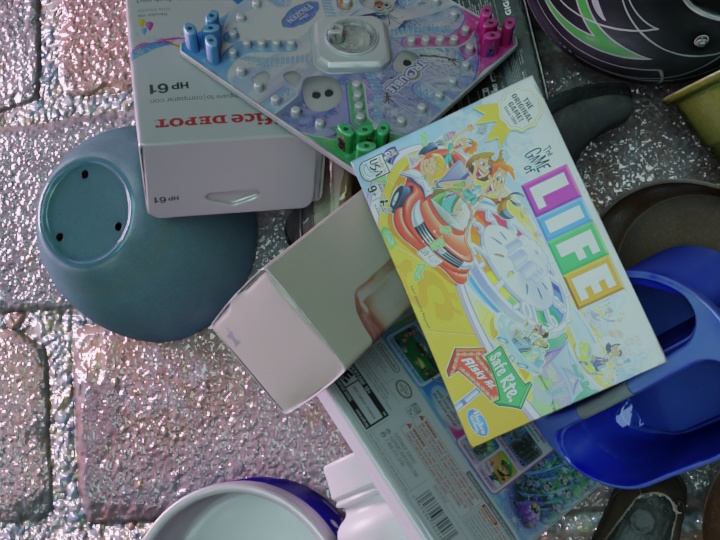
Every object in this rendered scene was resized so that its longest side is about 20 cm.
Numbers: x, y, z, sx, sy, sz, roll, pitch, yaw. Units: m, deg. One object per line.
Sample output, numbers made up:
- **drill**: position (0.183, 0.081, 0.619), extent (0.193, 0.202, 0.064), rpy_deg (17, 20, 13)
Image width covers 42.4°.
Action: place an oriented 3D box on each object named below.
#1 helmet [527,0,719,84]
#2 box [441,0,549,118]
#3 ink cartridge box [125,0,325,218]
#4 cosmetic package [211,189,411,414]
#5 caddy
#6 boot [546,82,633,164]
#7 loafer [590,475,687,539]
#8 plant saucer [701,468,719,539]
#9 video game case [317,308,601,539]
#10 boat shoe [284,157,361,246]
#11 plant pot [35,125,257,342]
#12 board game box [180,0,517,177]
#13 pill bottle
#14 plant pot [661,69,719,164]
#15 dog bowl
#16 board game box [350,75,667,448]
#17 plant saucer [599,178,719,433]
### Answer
- **helmet**: position (0.217, -0.238, 0.695), extent (0.197, 0.201, 0.193), rpy_deg (-4, 121, 15)
- **box**: position (0.081, -0.146, 0.796), extent (0.157, 0.049, 0.203), rpy_deg (-15, 81, 16)
- **ink cartridge box**: position (-0.116, -0.150, 0.769), extent (0.142, 0.085, 0.202), rpy_deg (-6, 56, -12)
- **cosmetic package**: position (0.000, 0.000, 0.677), extent (0.088, 0.200, 0.103), rpy_deg (50, 142, -1)
- **caddy**: position (0.199, 0.073, 0.663), extent (0.142, 0.104, 0.200), rpy_deg (57, 142, 9)
- **boot**: position (0.142, -0.053, 0.689), extent (0.198, 0.070, 0.133), rpy_deg (-24, 83, -20)
- **loafer**: position (0.193, 0.244, 0.710), extent (0.072, 0.071, 0.203), rpy_deg (17, 89, 16)
- **plant saucer**: position (0.343, 0.182, 0.645), extent (0.197, 0.037, 0.204), rpy_deg (1, 111, 4)
- **video game case**: position (0.079, 0.119, 0.721), extent (0.181, 0.024, 0.201), rpy_deg (-25, 73, -34)
- **boat shoe**: position (-0.034, -0.037, 0.807), extent (0.064, 0.072, 0.204), rpy_deg (1, 81, 21)
- **plant pot**: position (-0.207, -0.040, 0.819), extent (0.197, 0.135, 0.204), rpy_deg (-2, 84, 15)
- **board game box**: position (-0.007, -0.184, 0.730), extent (0.199, 0.026, 0.200), rpy_deg (35, 59, 21)
- **pill bottle**: position (0.048, 0.233, 0.730), extent (0.112, 0.113, 0.202), rpy_deg (-25, 78, 12)
- **plant pot**: position (0.346, -0.079, 0.659), extent (0.198, 0.200, 0.192), rpy_deg (-24, 91, 12)
- **dog bowl**: position (-0.092, 0.279, 0.783), extent (0.197, 0.079, 0.204), rpy_deg (-2, 83, 16)
- **board game box**: position (0.092, -0.006, 0.604), extent (0.133, 0.034, 0.202), rpy_deg (-24, 80, 4)
- **plant saucer**: position (0.253, 0.026, 0.686), extent (0.199, 0.034, 0.203), rpy_deg (28, 129, 40)
